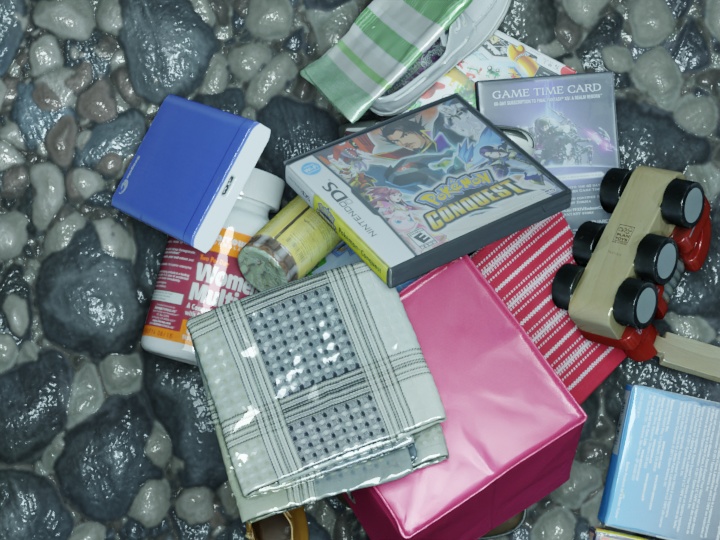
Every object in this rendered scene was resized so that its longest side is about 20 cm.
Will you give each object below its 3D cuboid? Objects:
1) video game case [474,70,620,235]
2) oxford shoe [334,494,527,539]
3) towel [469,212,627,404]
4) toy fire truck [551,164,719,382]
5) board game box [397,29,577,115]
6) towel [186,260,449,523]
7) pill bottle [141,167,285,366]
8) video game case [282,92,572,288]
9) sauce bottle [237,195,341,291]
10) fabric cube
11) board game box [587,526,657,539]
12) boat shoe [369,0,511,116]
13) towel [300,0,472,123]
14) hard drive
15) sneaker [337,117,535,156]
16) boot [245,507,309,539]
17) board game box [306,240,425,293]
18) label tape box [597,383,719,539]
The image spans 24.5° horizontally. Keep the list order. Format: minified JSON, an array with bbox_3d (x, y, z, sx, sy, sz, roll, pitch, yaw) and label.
[{"bbox_3d":[0.193,-0.096,1.672,0.143,0.019,0.200,-5,92,-9],"label":"video game case"},{"bbox_3d":[0.068,0.232,1.649,0.200,0.084,0.073,7,85,1],"label":"oxford shoe"},{"bbox_3d":[0.184,0.041,1.625,0.145,0.022,0.200,-40,109,-32],"label":"towel"},{"bbox_3d":[0.306,0.018,1.646,0.129,0.200,0.176,14,67,38],"label":"toy fire truck"},{"bbox_3d":[0.104,-0.193,1.700,0.200,0.035,0.126,28,88,3],"label":"board game box"},{"bbox_3d":[-0.037,0.099,1.420,0.192,0.035,0.200,-18,70,-5],"label":"towel"},{"bbox_3d":[-0.143,-0.004,1.656,0.109,0.110,0.200,14,84,3],"label":"pill bottle"},{"bbox_3d":[0.059,-0.078,1.509,0.200,0.026,0.181,-24,47,-24],"label":"video game case"},{"bbox_3d":[-0.039,-0.052,1.638,0.065,0.065,0.200,44,53,4],"label":"sauce bottle"},{"bbox_3d":[0.068,0.140,1.524,0.200,0.199,0.196,-31,72,-9],"label":"fabric cube"},{"bbox_3d":[0.311,0.357,1.647,0.200,0.057,0.166,13,85,3],"label":"board game box"},{"bbox_3d":[0.077,-0.238,1.652,0.200,0.069,0.072,-40,86,-1],"label":"boat shoe"},{"bbox_3d":[0.035,-0.241,1.626,0.200,0.153,0.023,-45,120,2],"label":"towel"},{"bbox_3d":[-0.171,-0.100,1.632,0.025,0.200,0.132,29,87,-33],"label":"hard drive"},{"bbox_3d":[0.070,-0.090,1.636,0.200,0.076,0.116,7,100,19],"label":"sneaker"},{"bbox_3d":[-0.097,0.197,1.625,0.071,0.144,0.202,-21,85,-1],"label":"boot"},{"bbox_3d":[0.000,0.000,1.612,0.151,0.200,0.037,-35,111,0],"label":"board game box"},{"bbox_3d":[0.350,0.204,1.652,0.200,0.066,0.144,12,87,0],"label":"label tape box"}]
